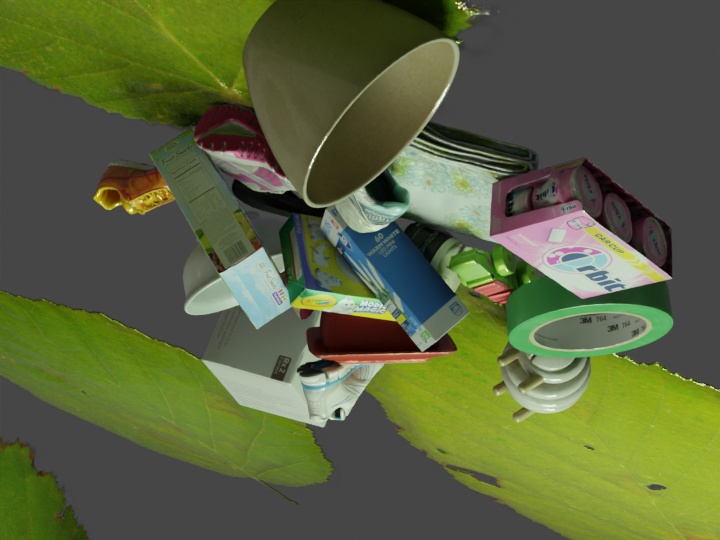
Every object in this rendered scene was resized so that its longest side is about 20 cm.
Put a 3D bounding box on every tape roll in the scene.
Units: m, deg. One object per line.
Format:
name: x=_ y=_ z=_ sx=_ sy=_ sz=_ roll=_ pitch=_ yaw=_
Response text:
tape roll: x=0.279 y=0.054 z=1.420 sx=0.199 sy=0.049 sz=0.201 roll=-1 pitch=158 yaw=-1

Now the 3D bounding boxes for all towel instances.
towel: x=0.106 y=-0.097 z=1.307 sx=0.170 sy=0.048 sz=0.200 roll=18 pitch=158 yaw=7

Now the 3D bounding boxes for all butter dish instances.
butter dish: x=0.024 y=0.042 z=1.585 sx=0.198 sy=0.149 sz=0.199 roll=-2 pitch=-173 yaw=-4

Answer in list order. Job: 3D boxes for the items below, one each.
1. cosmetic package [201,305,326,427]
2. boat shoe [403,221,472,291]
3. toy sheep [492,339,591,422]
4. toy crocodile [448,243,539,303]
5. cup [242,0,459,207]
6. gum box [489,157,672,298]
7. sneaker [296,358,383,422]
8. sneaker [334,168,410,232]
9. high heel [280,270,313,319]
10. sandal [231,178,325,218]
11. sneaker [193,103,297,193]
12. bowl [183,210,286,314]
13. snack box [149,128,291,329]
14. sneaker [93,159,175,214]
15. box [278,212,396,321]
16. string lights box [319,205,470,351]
cosmetic package: x=-0.129 y=0.131 z=1.887 sx=0.164 sy=0.166 sz=0.200 roll=12 pitch=156 yaw=20
boat shoe: x=0.099 y=-0.015 z=1.473 sx=0.067 sy=0.072 sz=0.200 roll=30 pitch=175 yaw=18
toy sheep: x=0.255 y=0.132 z=1.602 sx=0.137 sy=0.139 sz=0.200 roll=17 pitch=153 yaw=8
toy crocodile: x=0.171 y=0.012 z=1.432 sx=0.067 sy=0.062 sz=0.200 roll=-16 pitch=160 yaw=27
cup: x=-0.027 y=-0.180 z=1.077 sx=0.143 sy=0.200 sz=0.201 roll=44 pitch=163 yaw=14
gum box: x=0.234 y=-0.043 z=1.230 sx=0.113 sy=0.067 sz=0.199 roll=-15 pitch=149 yaw=39
sneaker: x=-0.026 y=0.159 z=1.598 sx=0.074 sy=0.087 sz=0.200 roll=1 pitch=-171 yaw=29
sneaker: x=-0.016 y=-0.132 z=1.258 sx=0.200 sy=0.078 sz=0.086 roll=47 pitch=150 yaw=-19
high heel: x=-0.061 y=0.016 z=1.623 sx=0.068 sy=0.096 sz=0.200 roll=60 pitch=178 yaw=7
sandal: x=-0.080 y=-0.093 z=1.499 sx=0.199 sy=0.045 sz=0.075 roll=17 pitch=169 yaw=-33
sneaker: x=-0.095 y=-0.133 z=1.370 sx=0.199 sy=0.082 sz=0.088 roll=21 pitch=161 yaw=21
bowl: x=-0.168 y=-0.021 z=1.613 sx=0.200 sy=0.091 sz=0.201 roll=-25 pitch=168 yaw=-5
snack box: x=-0.169 y=-0.050 z=1.435 sx=0.201 sy=0.067 sz=0.169 roll=55 pitch=175 yaw=26
sneaker: x=-0.279 y=-0.108 z=1.578 sx=0.199 sy=0.078 sz=0.073 roll=-2 pitch=148 yaw=38
box: x=0.000 y=0.000 z=1.470 sx=0.199 sy=0.118 sz=0.048 roll=10 pitch=142 yaw=-31
string lights box: x=0.038 y=-0.003 z=1.385 sx=0.200 sy=0.059 sz=0.103 roll=50 pitch=168 yaw=5
